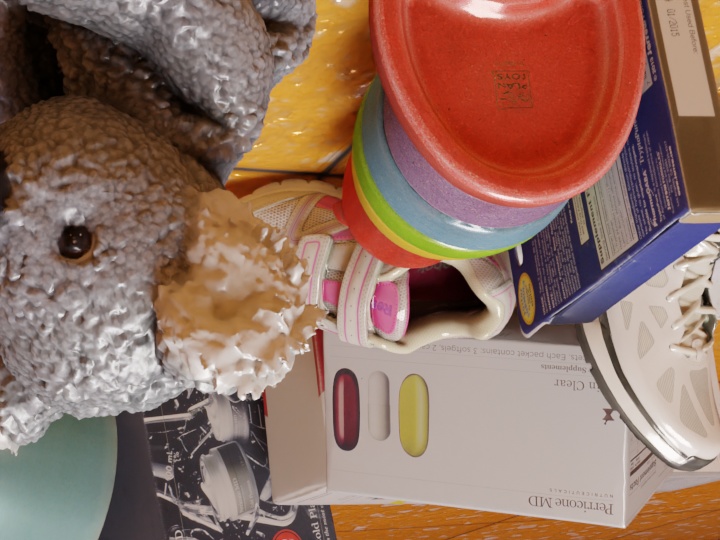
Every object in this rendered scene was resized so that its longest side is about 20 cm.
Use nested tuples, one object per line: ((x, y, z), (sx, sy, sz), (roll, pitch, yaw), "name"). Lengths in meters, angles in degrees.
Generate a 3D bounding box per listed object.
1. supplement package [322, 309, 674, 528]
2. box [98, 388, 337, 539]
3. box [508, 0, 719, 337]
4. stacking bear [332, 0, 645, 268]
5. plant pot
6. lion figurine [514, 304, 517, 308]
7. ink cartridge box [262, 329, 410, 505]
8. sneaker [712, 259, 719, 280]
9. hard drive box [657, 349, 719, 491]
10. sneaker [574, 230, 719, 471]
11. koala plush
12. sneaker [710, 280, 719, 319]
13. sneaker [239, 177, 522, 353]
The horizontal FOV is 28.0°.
((0.096, 0.084, 0.944), (0.199, 0.111, 0.156), (2, -171, 24), "supplement package")
((-0.125, 0.168, 1.136), (0.104, 0.201, 0.182), (-21, 167, 40), "box")
((0.117, -0.050, 0.707), (0.032, 0.122, 0.200), (-2, 163, -17), "box")
((0.043, -0.057, 0.692), (0.121, 0.114, 0.200), (-2, 167, -15), "stacking bear")
((-0.299, 0.138, 1.042), (0.161, 0.202, 0.200), (20, 149, -41), "plant pot")
((0.080, 0.001, 0.946), (0.122, 0.073, 0.200), (-5, 171, 30), "lion figurine")
((0.028, 0.103, 1.125), (0.199, 0.146, 0.083), (5, 158, -37), "ink cartridge box")
((0.239, -0.045, 0.856), (0.199, 0.076, 0.115), (-11, 164, 29), "sneaker")
((0.186, 0.093, 1.136), (0.199, 0.157, 0.077), (5, 160, -33), "hard drive box")
((0.175, 0.003, 0.781), (0.115, 0.201, 0.076), (-27, 172, 34), "sneaker")
((-0.091, -0.038, 0.528), (0.177, 0.201, 0.184), (-17, 160, 29), "koala plush")
((0.280, 0.017, 1.041), (0.075, 0.089, 0.200), (5, 159, -39), "sneaker")
((0.000, 0.000, 0.815), (0.199, 0.082, 0.088), (-2, -154, 3), "sneaker")
